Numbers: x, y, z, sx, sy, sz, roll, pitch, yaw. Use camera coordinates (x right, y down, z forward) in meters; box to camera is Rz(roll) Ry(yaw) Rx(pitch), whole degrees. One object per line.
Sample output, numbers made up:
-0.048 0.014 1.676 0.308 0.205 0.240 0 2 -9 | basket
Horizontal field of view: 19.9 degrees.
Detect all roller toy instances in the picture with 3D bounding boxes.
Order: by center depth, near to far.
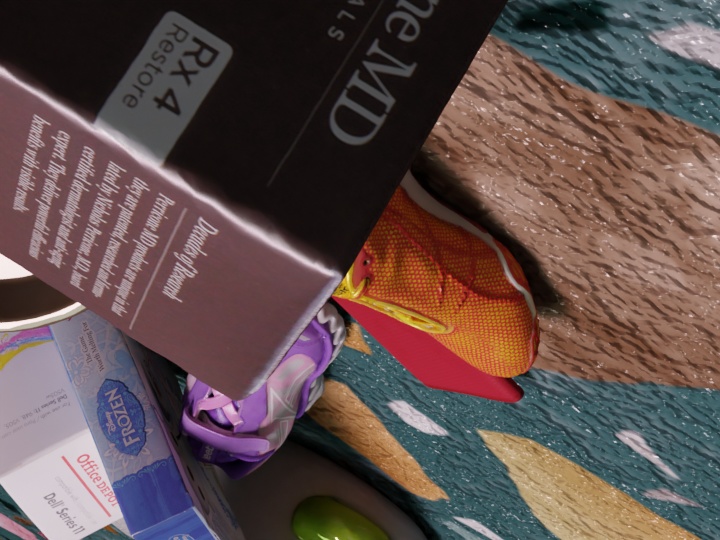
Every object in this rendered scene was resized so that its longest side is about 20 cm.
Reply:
-0.056 0.208 1.382 0.182 0.140 0.200 21 158 26 | roller toy

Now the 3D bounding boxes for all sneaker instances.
0.006 -0.007 0.886 0.073 0.077 0.200 3 148 49 | sneaker
-0.063 0.060 1.123 0.080 0.089 0.200 29 159 9 | sneaker

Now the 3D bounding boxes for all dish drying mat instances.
0.000 0.000 0.995 0.077 0.018 0.200 6 150 50 | dish drying mat

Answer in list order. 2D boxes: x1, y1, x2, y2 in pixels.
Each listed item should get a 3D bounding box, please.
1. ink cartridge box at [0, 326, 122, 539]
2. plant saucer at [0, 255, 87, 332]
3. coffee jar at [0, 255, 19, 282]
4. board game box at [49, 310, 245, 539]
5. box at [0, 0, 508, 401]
-0.194 0.090 1.258 0.200 0.067 0.117 61 177 32 | ink cartridge box
-0.188 -0.059 0.964 0.200 0.029 0.200 4 123 7 | plant saucer
-0.241 -0.009 1.098 0.200 0.104 0.085 -28 121 35 | coffee jar
-0.122 0.106 1.222 0.200 0.043 0.199 67 178 -58 | board game box
-0.067 -0.091 0.659 0.200 0.166 0.164 31 159 -2 | box
